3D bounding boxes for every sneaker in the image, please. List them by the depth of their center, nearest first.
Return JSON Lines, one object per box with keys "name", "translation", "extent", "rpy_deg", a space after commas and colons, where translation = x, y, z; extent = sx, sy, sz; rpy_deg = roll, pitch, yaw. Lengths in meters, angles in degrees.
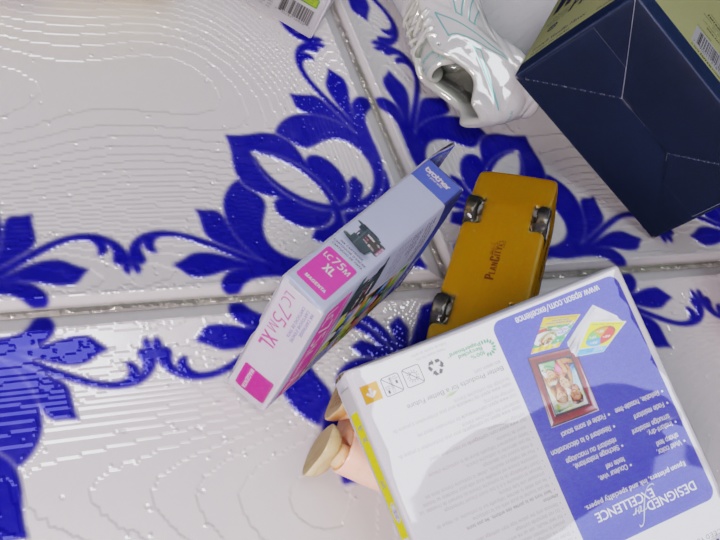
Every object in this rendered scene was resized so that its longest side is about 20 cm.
{"name": "sneaker", "translation": [0.074, -0.208, 1.019], "extent": [0.080, 0.071, 0.201], "rpy_deg": [-26, 71, -36]}

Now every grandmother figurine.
{"name": "grandmother figurine", "translation": [0.068, 0.137, 0.765], "extent": [0.199, 0.061, 0.122], "rpy_deg": [28, 74, -10]}

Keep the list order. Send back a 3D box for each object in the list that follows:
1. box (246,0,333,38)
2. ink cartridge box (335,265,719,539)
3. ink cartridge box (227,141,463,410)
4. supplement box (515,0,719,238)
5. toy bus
{"name": "box", "translation": [-0.040, -0.319, 1.019], "extent": [0.112, 0.102, 0.201], "rpy_deg": [30, 47, -5]}
{"name": "ink cartridge box", "translation": [0.112, 0.123, 0.719], "extent": [0.196, 0.047, 0.201], "rpy_deg": [-20, 81, -16]}
{"name": "ink cartridge box", "translation": [0.000, 0.000, 0.785], "extent": [0.042, 0.120, 0.200], "rpy_deg": [40, 47, 7]}
{"name": "supplement box", "translation": [0.273, -0.181, 1.023], "extent": [0.200, 0.134, 0.200], "rpy_deg": [47, 45, -15]}
{"name": "toy bus", "translation": [0.099, 0.007, 0.851], "extent": [0.065, 0.079, 0.201], "rpy_deg": [10, 45, 12]}
